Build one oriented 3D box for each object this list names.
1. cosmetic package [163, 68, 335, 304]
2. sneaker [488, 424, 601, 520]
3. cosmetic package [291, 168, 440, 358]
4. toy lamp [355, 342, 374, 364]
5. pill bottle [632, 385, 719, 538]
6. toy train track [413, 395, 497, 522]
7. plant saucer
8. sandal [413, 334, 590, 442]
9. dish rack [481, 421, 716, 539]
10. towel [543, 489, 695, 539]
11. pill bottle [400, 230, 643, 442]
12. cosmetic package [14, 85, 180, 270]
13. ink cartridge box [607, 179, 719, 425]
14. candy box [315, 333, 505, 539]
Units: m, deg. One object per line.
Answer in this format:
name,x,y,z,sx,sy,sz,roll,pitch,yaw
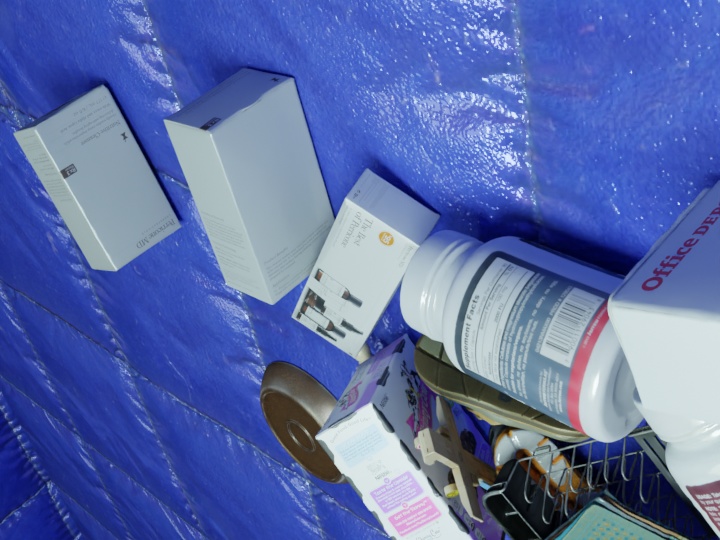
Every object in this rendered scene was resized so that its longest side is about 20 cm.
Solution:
cosmetic package,-0.101,-0.083,0.970,0.081,0.113,0.202,18,135,42
sneaker,0.190,0.213,0.942,0.201,0.078,0.077,54,-179,-17
cosmetic package,0.000,0.000,0.944,0.082,0.051,0.201,31,141,3
toy lamp,0.019,0.112,1.072,0.201,0.058,0.058,57,149,-7
pill bottle,0.286,0.140,0.680,0.201,0.114,0.114,52,150,-2
toy train track,0.097,0.188,0.903,0.200,0.032,0.116,38,-149,-49
plant saucer,-0.071,0.214,1.324,0.200,0.034,0.201,35,146,28
sandal,0.131,0.110,0.902,0.199,0.080,0.054,23,148,32
dish rack,0.221,0.202,0.827,0.199,0.055,0.154,-25,116,39
towel,0.246,0.264,0.820,0.198,0.022,0.147,27,134,-3
pill bottle,0.134,0.040,0.775,0.199,0.119,0.121,25,141,39
cosmetic package,-0.326,-0.112,1.230,0.081,0.113,0.201,1,125,53
ink cartridge box,0.264,0.020,0.550,0.199,0.145,0.084,7,130,50
candy box,0.061,0.186,0.963,0.071,0.168,0.201,-34,98,23
